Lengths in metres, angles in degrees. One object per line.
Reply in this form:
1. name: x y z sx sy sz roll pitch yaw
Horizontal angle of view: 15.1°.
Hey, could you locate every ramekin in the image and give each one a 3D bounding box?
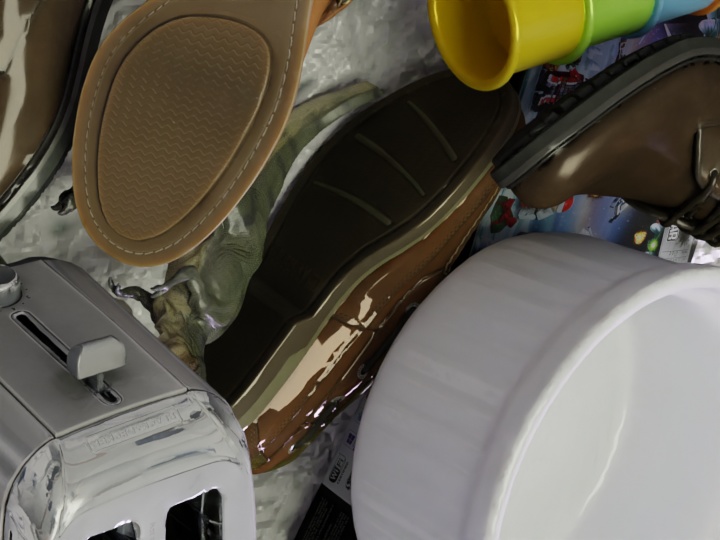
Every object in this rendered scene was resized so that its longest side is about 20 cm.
1. ramekin: 0.088 0.080 1.152 0.200 0.097 0.202 -22 123 -39

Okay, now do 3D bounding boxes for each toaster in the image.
1. toaster: -0.111 0.103 0.987 0.113 0.129 0.201 -17 122 -34

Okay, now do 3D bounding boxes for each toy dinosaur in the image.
1. toy dinosaur: -0.065 -0.028 1.083 0.088 0.047 0.201 40 53 -16

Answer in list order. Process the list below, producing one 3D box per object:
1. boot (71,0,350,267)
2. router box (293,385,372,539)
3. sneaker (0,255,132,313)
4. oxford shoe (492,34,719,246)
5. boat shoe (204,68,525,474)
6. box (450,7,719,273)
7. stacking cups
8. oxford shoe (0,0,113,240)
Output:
1. boot: -0.040 -0.101 1.030 0.155 0.076 0.201 -28 135 -78
2. router box: 0.031 0.150 1.253 0.149 0.051 0.201 20 99 -43
3. sneaker: -0.168 0.028 1.040 0.200 0.067 0.090 18 94 -42
4. oxford shoe: 0.136 -0.050 1.119 0.199 0.073 0.085 -16 77 -41
5. boat shoe: 0.000 0.000 1.151 0.200 0.072 0.068 -45 136 2
6. box: 0.108 -0.072 1.210 0.136 0.040 0.201 4 108 -39
7. stacking cups: 0.125 -0.123 1.130 0.199 0.060 0.061 -16 121 -30
8. oxford shoe: -0.138 -0.092 0.999 0.084 0.073 0.201 28 82 -39
